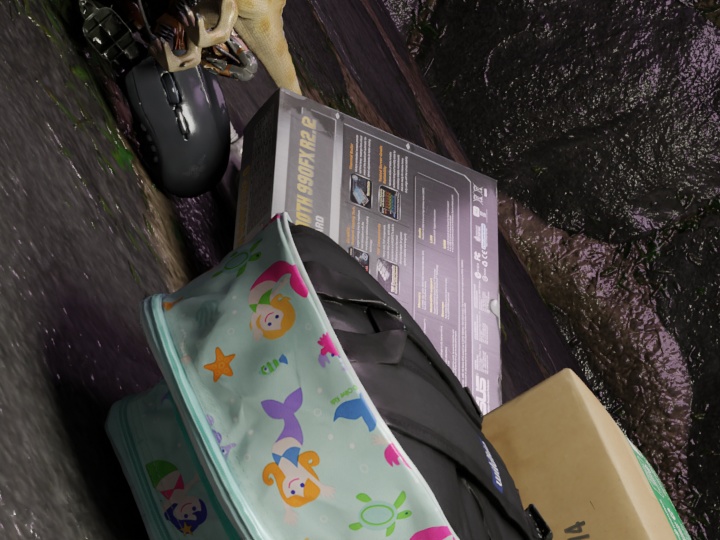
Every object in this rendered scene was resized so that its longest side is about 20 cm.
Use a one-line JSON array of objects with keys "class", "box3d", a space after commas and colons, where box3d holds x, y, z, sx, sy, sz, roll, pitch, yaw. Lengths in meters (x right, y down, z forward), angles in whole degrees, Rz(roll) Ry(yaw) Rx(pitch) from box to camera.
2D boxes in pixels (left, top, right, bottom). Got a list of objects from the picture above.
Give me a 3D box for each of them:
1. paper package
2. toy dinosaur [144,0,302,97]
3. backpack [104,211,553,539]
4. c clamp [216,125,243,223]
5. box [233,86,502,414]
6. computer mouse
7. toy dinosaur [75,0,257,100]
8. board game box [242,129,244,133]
[{"class": "paper package", "box3d": [0.079, 0.184, 0.912, 0.104, 0.190, 0.201, 49, 13, -52]}, {"class": "toy dinosaur", "box3d": [-0.071, -0.155, 1.092, 0.058, 0.101, 0.201, 6, -55, 48]}, {"class": "backpack", "box3d": [-0.019, 0.080, 0.817, 0.178, 0.150, 0.200, 63, 2, 33]}, {"class": "c clamp", "box3d": [-0.055, -0.027, 1.349, 0.201, 0.027, 0.171, 59, 9, -6]}, {"class": "box", "box3d": [0.005, 0.008, 1.096, 0.158, 0.048, 0.201, 21, 48, -24]}, {"class": "computer mouse", "box3d": [-0.118, -0.133, 1.108, 0.034, 0.058, 0.201, -130, -158, -63]}, {"class": "toy dinosaur", "box3d": [-0.144, -0.171, 1.179, 0.199, 0.103, 0.136, 12, 17, -25]}, {"class": "board game box", "box3d": [-0.003, -0.020, 1.430, 0.201, 0.045, 0.134, 58, -6, -32]}]
